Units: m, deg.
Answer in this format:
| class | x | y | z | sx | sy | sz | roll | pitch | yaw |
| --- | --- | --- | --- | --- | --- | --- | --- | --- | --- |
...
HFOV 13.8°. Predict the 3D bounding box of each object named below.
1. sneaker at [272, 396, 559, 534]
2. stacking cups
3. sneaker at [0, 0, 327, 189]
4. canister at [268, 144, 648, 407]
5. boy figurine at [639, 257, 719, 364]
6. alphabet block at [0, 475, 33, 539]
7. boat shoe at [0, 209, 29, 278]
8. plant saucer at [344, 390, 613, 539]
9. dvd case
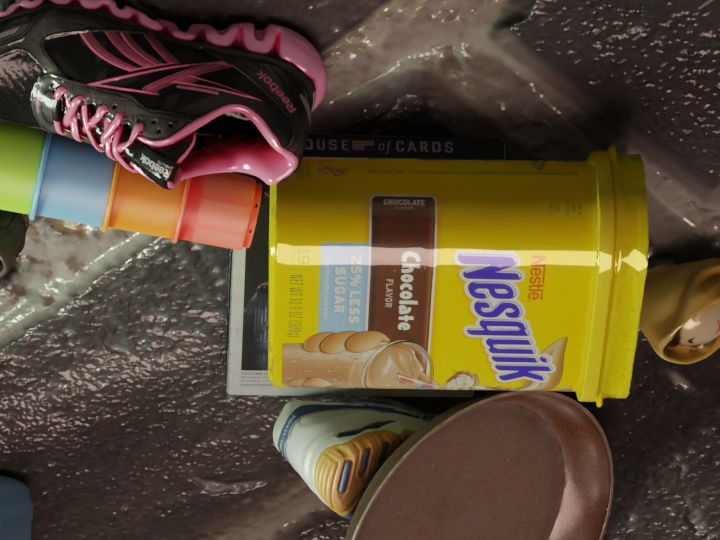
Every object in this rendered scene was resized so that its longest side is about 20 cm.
| class | x | y | z | sx | sy | sz | roll | pitch | yaw |
| --- | --- | --- | --- | --- | --- | --- | --- | --- | --- |
| sneaker | 0.038 | 0.105 | 1.788 | 0.200 | 0.088 | 0.075 | 12 | 106 | -41 |
| stacking cups | -0.152 | -0.054 | 1.602 | 0.199 | 0.061 | 0.061 | 9 | 136 | -6 |
| sneaker | -0.117 | -0.085 | 1.552 | 0.199 | 0.096 | 0.079 | 4 | 139 | -4 |
| canister | 0.050 | 0.003 | 1.624 | 0.199 | 0.087 | 0.149 | 1 | 136 | -1 |
| boy figurine | 0.255 | 0.020 | 1.698 | 0.199 | 0.065 | 0.124 | 3 | 140 | -10 |
| alphabet block | -0.324 | 0.238 | 1.822 | 0.195 | 0.197 | 0.200 | 16 | 135 | -16 |
| boat shoe | -0.281 | -0.008 | 1.656 | 0.200 | 0.057 | 0.067 | -12 | 136 | 11 |
| plant saucer | 0.063 | 0.153 | 1.754 | 0.200 | 0.032 | 0.201 | -21 | 128 | -29 |
| dvd case | 0.000 | 0.000 | 1.698 | 0.150 | 0.025 | 0.200 | 1 | 138 | -3 |
